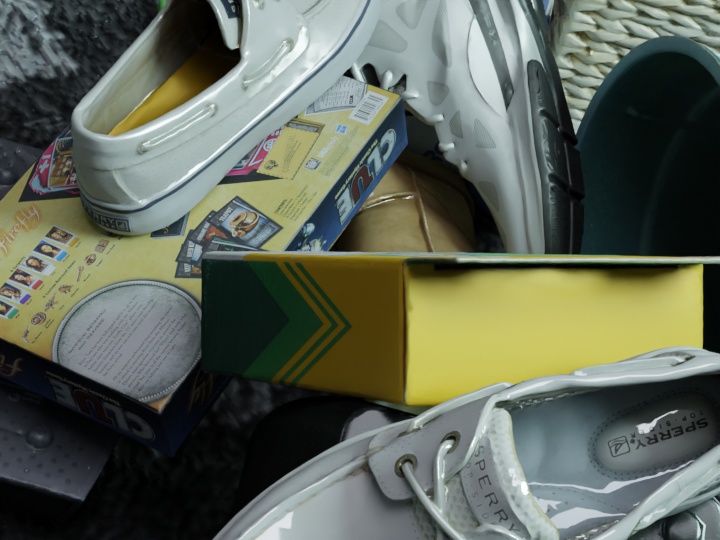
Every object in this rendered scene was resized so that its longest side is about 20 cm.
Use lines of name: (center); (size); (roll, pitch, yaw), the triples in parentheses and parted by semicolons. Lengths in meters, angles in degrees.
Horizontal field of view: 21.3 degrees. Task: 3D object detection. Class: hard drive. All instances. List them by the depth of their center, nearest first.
hard drive: (-0.160, 0.025, 0.898); (0.134, 0.042, 0.200); (16, 45, -1)

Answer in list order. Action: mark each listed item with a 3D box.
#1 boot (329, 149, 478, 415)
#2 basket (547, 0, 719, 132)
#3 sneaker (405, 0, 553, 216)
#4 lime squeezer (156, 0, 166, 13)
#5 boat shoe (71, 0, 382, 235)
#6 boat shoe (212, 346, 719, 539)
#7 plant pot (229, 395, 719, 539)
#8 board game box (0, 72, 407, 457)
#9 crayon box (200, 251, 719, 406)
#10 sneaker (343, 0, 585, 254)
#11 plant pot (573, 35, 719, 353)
boot: (0.000, 0.000, 0.901); (0.174, 0.066, 0.200); (14, 31, -18)
basket: (0.209, -0.166, 1.089); (0.199, 0.161, 0.199); (15, 45, -3)
sneaker: (0.041, -0.133, 1.014); (0.115, 0.200, 0.081); (8, 2, -2)
lime squeezer: (-0.063, -0.088, 1.030); (0.200, 0.038, 0.071); (41, 51, 23)
boat shoe: (-0.059, -0.105, 0.859); (0.071, 0.070, 0.200); (29, 59, 28)
boat shoe: (0.038, 0.069, 0.595); (0.199, 0.069, 0.071); (-24, 80, -11)
plant pot: (0.038, 0.147, 0.699); (0.199, 0.178, 0.201); (15, 70, -1)
board game box: (-0.086, -0.024, 0.864); (0.135, 0.035, 0.200); (22, 56, 23)
crayon box: (0.036, 0.019, 0.710); (0.125, 0.200, 0.052); (0, 90, -28)
sneaker: (0.041, -0.078, 0.951); (0.115, 0.076, 0.201); (-14, 76, 17)
plant pot: (0.220, -0.001, 0.931); (0.195, 0.201, 0.201); (5, 47, -21)
